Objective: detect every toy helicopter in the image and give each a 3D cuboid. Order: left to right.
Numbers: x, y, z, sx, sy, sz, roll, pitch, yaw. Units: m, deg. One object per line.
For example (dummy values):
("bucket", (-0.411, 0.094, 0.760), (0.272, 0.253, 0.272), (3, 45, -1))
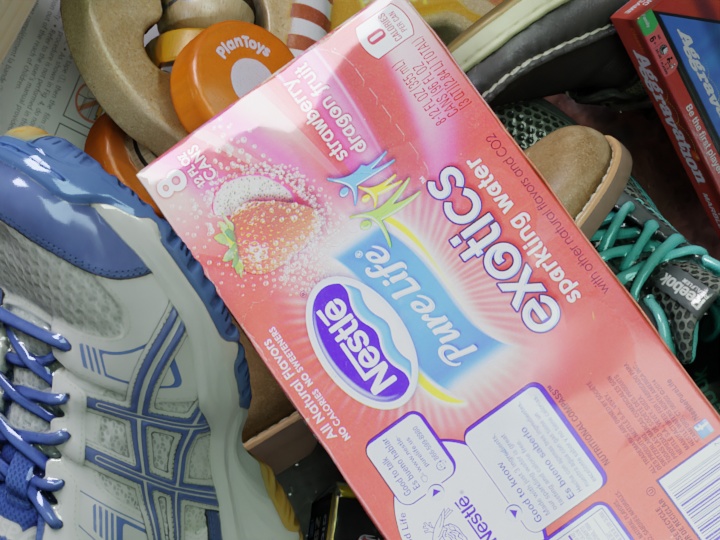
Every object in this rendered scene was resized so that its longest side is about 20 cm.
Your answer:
("toy helicopter", (-0.023, -0.101, 0.792), (0.200, 0.079, 0.133), (-14, 78, -39))

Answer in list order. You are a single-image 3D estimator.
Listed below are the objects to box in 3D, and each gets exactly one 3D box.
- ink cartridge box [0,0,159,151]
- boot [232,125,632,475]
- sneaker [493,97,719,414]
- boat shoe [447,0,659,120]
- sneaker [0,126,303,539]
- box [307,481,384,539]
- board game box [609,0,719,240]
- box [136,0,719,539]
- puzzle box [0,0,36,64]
("ink cartridge box", (-0.130, -0.039, 0.784), (0.176, 0.045, 0.201), (27, 73, -22))
("boot", (0.000, 0.000, 0.748), (0.200, 0.074, 0.076), (-34, 106, 4))
("sneaker", (0.107, 0.006, 0.797), (0.078, 0.091, 0.200), (-39, 87, -19))
("boat shoe", (0.116, -0.090, 0.812), (0.200, 0.073, 0.065), (-23, 83, -31))
("sneaker", (-0.080, 0.053, 0.655), (0.088, 0.075, 0.200), (-38, 128, -24))
("box", (0.051, 0.187, 0.769), (0.159, 0.049, 0.201), (11, 76, -11))
("board game box", (0.175, -0.040, 0.810), (0.103, 0.019, 0.200), (-39, 116, -17))
("box", (0.032, 0.030, 0.667), (0.102, 0.095, 0.200), (-36, 76, -1))
("puzzle box", (-0.196, -0.103, 0.734), (0.199, 0.025, 0.133), (19, 76, 30))
